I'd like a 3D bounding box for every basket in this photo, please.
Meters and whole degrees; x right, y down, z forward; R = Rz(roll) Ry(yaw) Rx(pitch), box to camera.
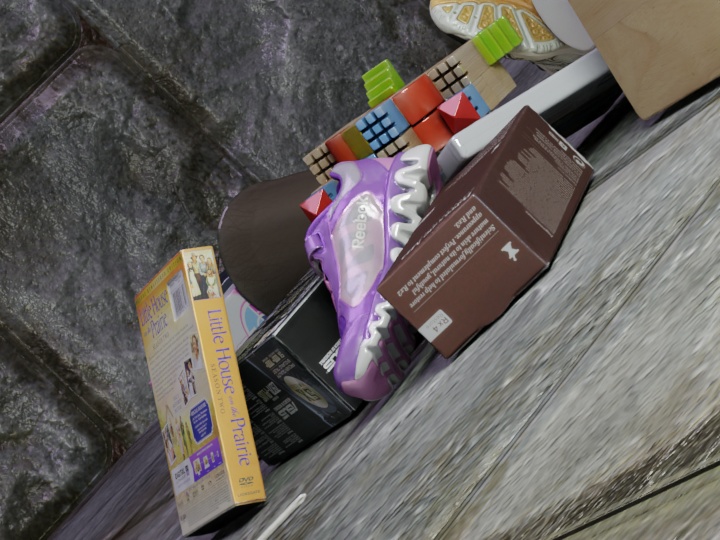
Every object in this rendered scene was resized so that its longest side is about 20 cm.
[{"bbox_3d":[-0.001,-0.033,2.071,0.200,0.180,0.136,-24,53,60],"label":"basket"}]

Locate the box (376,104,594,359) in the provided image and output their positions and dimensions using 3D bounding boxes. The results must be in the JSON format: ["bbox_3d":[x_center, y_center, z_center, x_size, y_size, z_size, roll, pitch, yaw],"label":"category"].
[{"bbox_3d":[0.087,-0.029,1.633,0.100,0.075,0.200,-44,6,24],"label":"box"}]

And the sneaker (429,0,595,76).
[{"bbox_3d":[0.147,-0.182,1.910,0.088,0.199,0.076,118,156,-61],"label":"sneaker"}]

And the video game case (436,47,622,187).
[{"bbox_3d":[0.131,-0.111,1.834,0.200,0.023,0.182,-33,-8,-19],"label":"video game case"}]

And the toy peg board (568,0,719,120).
[{"bbox_3d":[0.205,-0.226,1.587,0.098,0.199,0.200,-31,0,-17],"label":"toy peg board"}]

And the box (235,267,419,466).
[{"bbox_3d":[-0.020,0.048,1.871,0.164,0.086,0.200,-48,4,-27],"label":"box"}]

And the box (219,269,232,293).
[{"bbox_3d":[-0.038,-0.012,2.368,0.200,0.124,0.197,-46,3,4],"label":"box"}]

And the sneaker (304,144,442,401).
[{"bbox_3d":[0.000,0.000,1.711,0.081,0.088,0.201,75,-156,-58],"label":"sneaker"}]

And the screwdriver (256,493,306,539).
[{"bbox_3d":[-0.102,0.210,1.532,0.200,0.028,0.029,-49,-26,20],"label":"screwdriver"}]

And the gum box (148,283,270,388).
[{"bbox_3d":[-0.091,0.075,2.141,0.066,0.113,0.200,-44,5,33],"label":"gum box"}]

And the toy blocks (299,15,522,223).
[{"bbox_3d":[0.029,-0.103,1.821,0.200,0.100,0.137,-33,5,25],"label":"toy blocks"}]

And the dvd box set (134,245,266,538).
[{"bbox_3d":[-0.126,0.096,1.866,0.029,0.201,0.146,-8,-13,-22],"label":"dvd box set"}]

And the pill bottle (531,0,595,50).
[{"bbox_3d":[0.226,-0.253,1.848,0.200,0.112,0.112,-34,0,-19],"label":"pill bottle"}]
